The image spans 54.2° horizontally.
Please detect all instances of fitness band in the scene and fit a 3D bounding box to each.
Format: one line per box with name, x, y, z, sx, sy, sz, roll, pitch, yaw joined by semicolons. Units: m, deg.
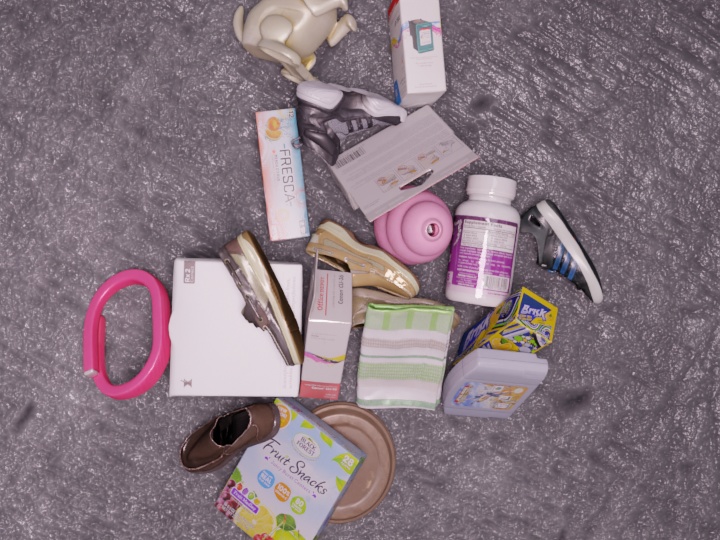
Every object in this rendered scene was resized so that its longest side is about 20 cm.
fitness band;-0.357;0.094;1.077;0.140;0.037;0.205;-20;61;13

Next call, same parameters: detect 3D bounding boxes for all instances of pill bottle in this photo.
pill bottle;0.202;-0.048;1.151;0.109;0.112;0.207;8;90;-7

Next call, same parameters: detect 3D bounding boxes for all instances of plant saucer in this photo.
plant saucer;-0.034;0.324;1.173;0.193;0.029;0.207;0;92;-7

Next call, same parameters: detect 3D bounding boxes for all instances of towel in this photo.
towel;0.070;0.143;1.130;0.144;0.031;0.205;0;124;-7

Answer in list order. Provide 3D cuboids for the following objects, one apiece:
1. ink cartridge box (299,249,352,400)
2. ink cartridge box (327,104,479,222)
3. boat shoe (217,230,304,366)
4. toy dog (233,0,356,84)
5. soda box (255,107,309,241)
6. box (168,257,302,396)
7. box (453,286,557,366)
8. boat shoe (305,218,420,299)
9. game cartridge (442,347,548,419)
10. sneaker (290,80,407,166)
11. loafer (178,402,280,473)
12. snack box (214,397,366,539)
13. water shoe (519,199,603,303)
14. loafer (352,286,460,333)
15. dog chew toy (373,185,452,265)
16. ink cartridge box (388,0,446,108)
ink cartridge box;-0.052;0.083;1.072;0.065;0.118;0.204;5;128;-6
ink cartridge box;0.066;-0.160;1.108;0.196;0.178;0.045;-30;137;-4
boat shoe;-0.140;0.047;1.004;0.063;0.073;0.205;-23;91;5
toy dog;-0.090;-0.414;1.107;0.191;0.139;0.204;29;90;30
soda box;-0.125;-0.152;1.130;0.066;0.064;0.207;-6;93;-7
box;-0.190;0.085;1.095;0.193;0.131;0.206;2;92;-7
box;0.225;0.107;1.113;0.069;0.200;0.065;28;57;-7
boat shoe;0.000;0.000;1.123;0.197;0.072;0.077;30;66;18
game cartridge;0.202;0.186;1.122;0.129;0.202;0.043;2;58;-9
sneaker;-0.022;-0.226;1.113;0.195;0.075;0.117;2;115;-32
loafer;-0.216;0.253;1.094;0.197;0.071;0.075;-33;57;21
snack box;-0.110;0.332;1.112;0.166;0.068;0.203;31;91;14
water shoe;0.341;-0.023;1.202;0.078;0.072;0.203;-31;97;22
loafer;0.066;0.080;1.153;0.194;0.076;0.070;10;74;3
dog chew toy;0.088;-0.067;1.089;0.120;0.200;0.129;-1;97;-8
ink cartridge box;0.087;-0.375;1.125;0.065;0.116;0.207;-5;92;-6
